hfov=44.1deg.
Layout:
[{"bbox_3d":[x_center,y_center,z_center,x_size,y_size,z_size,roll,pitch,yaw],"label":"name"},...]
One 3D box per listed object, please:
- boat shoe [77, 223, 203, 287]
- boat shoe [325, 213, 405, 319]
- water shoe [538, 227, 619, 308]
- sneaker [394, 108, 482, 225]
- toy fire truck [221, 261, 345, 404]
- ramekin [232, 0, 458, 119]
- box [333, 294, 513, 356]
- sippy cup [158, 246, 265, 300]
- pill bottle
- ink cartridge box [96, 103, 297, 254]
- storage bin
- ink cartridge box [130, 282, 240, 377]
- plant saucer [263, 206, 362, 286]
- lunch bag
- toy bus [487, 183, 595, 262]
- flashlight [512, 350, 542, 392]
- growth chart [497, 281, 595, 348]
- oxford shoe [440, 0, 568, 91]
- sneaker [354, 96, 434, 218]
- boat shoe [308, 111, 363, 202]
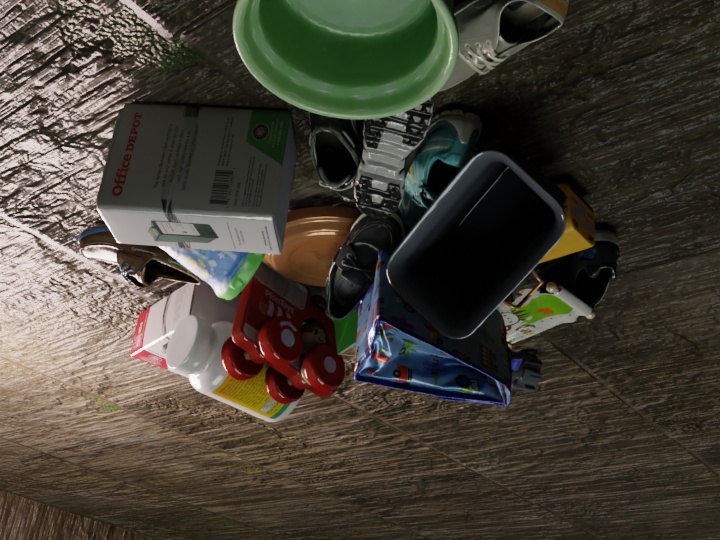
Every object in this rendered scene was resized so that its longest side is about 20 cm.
[{"bbox_3d":[-0.312,-0.018,1.270,0.197,0.073,0.072,3,151,5],"label":"boat shoe"},{"bbox_3d":[-0.002,-0.001,1.148,0.074,0.066,0.200,31,141,-7],"label":"boat shoe"},{"bbox_3d":[0.291,0.019,1.211,0.071,0.080,0.201,8,151,-3],"label":"water shoe"},{"bbox_3d":[0.078,-0.105,1.032,0.077,0.080,0.200,12,151,-11],"label":"sneaker"},{"bbox_3d":[-0.100,0.089,1.293,0.112,0.169,0.199,-23,134,40],"label":"toy fire truck"},{"bbox_3d":[-0.009,-0.237,0.795,0.197,0.099,0.201,5,151,3],"label":"ramekin"},{"bbox_3d":[0.085,0.052,1.260,0.175,0.098,0.200,13,149,-33],"label":"box"},{"bbox_3d":[-0.194,-0.051,1.144,0.130,0.140,0.178,30,120,-19],"label":"sippy cup"},{"bbox_3d":[-0.189,0.145,1.344,0.199,0.114,0.112,30,143,-33],"label":"pill bottle"},{"bbox_3d":[-0.181,-0.106,1.015,0.197,0.148,0.084,4,153,5],"label":"ink cartridge box"},{"bbox_3d":[0.151,-0.035,1.004,0.145,0.134,0.200,43,118,7],"label":"storage bin"},{"bbox_3d":[-0.265,0.103,1.467,0.146,0.084,0.199,26,146,-31],"label":"ink cartridge box"},{"bbox_3d":[-0.042,-0.025,1.228,0.198,0.033,0.201,0,152,0],"label":"plant saucer"},{"bbox_3d":[0.101,0.076,1.055,0.198,0.151,0.095,17,122,-7],"label":"lunch bag"},{"bbox_3d":[0.191,-0.045,1.117,0.199,0.079,0.065,-19,142,38],"label":"toy bus"},{"bbox_3d":[0.207,0.143,1.471,0.198,0.068,0.068,13,117,-21],"label":"flashlight"},{"bbox_3d":[0.211,0.070,1.192,0.144,0.018,0.199,20,143,-39],"label":"growth chart"},{"bbox_3d":[0.118,-0.219,0.845,0.075,0.058,0.199,21,150,-31],"label":"oxford shoe"},{"bbox_3d":[0.037,-0.153,0.953,0.066,0.091,0.201,15,140,-1],"label":"sneaker"},{"bbox_3d":[-0.029,-0.126,1.018,0.071,0.072,0.200,3,153,15],"label":"boat shoe"}]
